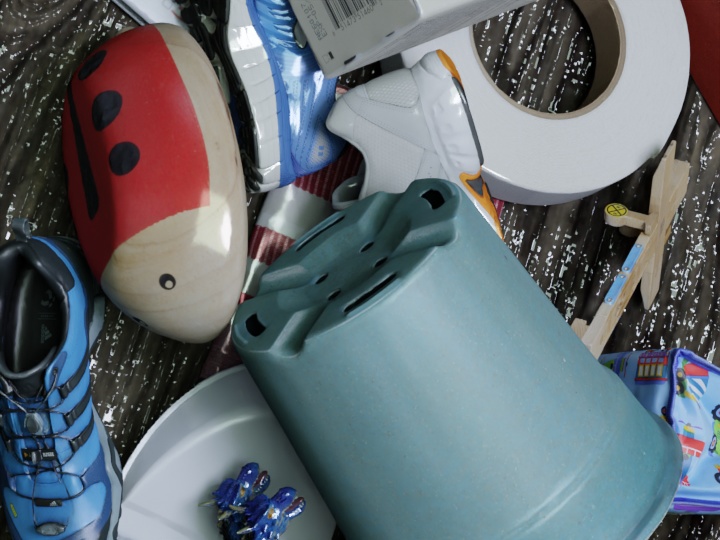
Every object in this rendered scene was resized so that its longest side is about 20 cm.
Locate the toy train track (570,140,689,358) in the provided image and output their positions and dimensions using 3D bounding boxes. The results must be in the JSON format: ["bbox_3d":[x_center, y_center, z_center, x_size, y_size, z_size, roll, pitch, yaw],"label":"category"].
[{"bbox_3d":[0.156,-0.007,1.419,0.032,0.115,0.200,14,39,17],"label":"toy train track"}]

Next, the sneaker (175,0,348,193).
[{"bbox_3d":[-0.052,-0.150,1.359,0.089,0.078,0.201,-13,97,-31],"label":"sneaker"}]

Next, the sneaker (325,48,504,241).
[{"bbox_3d":[0.034,-0.030,1.367,0.092,0.076,0.201,-15,116,3],"label":"sneaker"}]

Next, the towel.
[{"bbox_3d":[0.000,0.000,1.409,0.144,0.023,0.201,23,77,-16],"label":"towel"}]

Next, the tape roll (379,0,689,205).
[{"bbox_3d":[0.108,-0.140,1.441,0.202,0.037,0.204,5,76,-20],"label":"tape roll"}]

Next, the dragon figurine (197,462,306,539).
[{"bbox_3d":[-0.076,0.200,1.327,0.099,0.059,0.200,25,108,-27],"label":"dragon figurine"}]

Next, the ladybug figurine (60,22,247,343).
[{"bbox_3d":[-0.119,-0.052,1.297,0.072,0.136,0.201,0,54,-27],"label":"ladybug figurine"}]

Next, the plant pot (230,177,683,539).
[{"bbox_3d":[0.042,0.070,1.269,0.200,0.200,0.196,-42,113,-19],"label":"plant pot"}]

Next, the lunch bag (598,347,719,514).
[{"bbox_3d":[0.235,0.113,1.420,0.199,0.150,0.095,14,81,-19],"label":"lunch bag"}]

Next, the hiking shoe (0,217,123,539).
[{"bbox_3d":[-0.180,0.077,1.290,0.074,0.087,0.201,-8,81,14],"label":"hiking shoe"}]

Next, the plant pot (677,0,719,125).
[{"bbox_3d":[0.323,-0.181,1.463,0.200,0.176,0.200,-34,97,-19],"label":"plant pot"}]

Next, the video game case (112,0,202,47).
[{"bbox_3d":[-0.068,-0.220,1.400,0.182,0.022,0.200,40,73,-14],"label":"video game case"}]

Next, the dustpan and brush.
[{"bbox_3d":[-0.046,0.085,1.352,0.139,0.057,0.200,29,102,-28],"label":"dustpan and brush"}]

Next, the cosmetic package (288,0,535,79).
[{"bbox_3d":[0.063,-0.183,1.334,0.200,0.103,0.073,-25,89,-38],"label":"cosmetic package"}]
